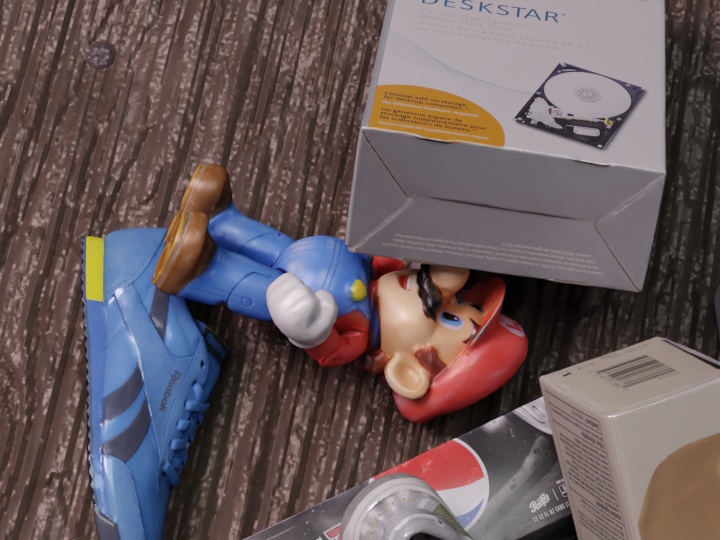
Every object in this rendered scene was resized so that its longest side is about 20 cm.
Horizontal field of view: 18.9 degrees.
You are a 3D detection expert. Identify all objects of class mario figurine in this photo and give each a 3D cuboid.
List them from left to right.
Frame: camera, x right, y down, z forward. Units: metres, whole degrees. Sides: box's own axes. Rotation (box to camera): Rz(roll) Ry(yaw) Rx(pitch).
[{"bbox_3d":[0.000,0.000,1.132,0.199,0.106,0.124,23,67,-10],"label":"mario figurine"}]

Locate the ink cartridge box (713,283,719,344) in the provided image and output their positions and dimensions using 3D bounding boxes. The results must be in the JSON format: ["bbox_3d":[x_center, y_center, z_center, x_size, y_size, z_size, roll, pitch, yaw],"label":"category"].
[{"bbox_3d":[0.301,0.048,1.115,0.198,0.146,0.148,-3,68,-4],"label":"ink cartridge box"}]

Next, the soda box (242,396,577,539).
[{"bbox_3d":[0.040,0.132,1.113,0.199,0.071,0.064,-25,70,-12],"label":"soda box"}]

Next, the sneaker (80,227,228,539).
[{"bbox_3d":[-0.106,0.070,1.138,0.078,0.066,0.202,-1,67,-6],"label":"sneaker"}]

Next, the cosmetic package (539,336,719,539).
[{"bbox_3d":[0.155,0.143,1.047,0.071,0.105,0.202,-17,103,-11],"label":"cosmetic package"}]

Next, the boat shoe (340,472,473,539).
[{"bbox_3d":[0.065,0.185,1.050,0.074,0.065,0.203,-37,111,-7],"label":"boat shoe"}]

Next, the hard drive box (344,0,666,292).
[{"bbox_3d":[0.081,-0.085,1.154,0.154,0.077,0.201,8,35,1],"label":"hard drive box"}]
